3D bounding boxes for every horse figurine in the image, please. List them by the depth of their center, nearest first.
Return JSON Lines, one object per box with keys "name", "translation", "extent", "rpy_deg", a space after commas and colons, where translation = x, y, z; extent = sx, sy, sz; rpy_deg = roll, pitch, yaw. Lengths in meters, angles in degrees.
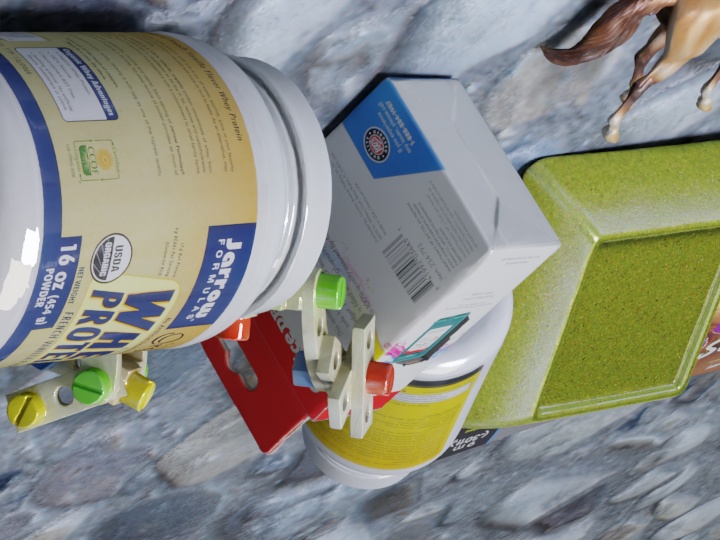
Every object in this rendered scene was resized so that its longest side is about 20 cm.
{"name": "horse figurine", "translation": [0.201, -0.136, 1.420], "extent": [0.199, 0.050, 0.133], "rpy_deg": [-5, 136, -35]}

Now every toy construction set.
{"name": "toy construction set", "translation": [-0.079, 0.027, 1.298], "extent": [0.199, 0.132, 0.092], "rpy_deg": [6, -176, 0]}

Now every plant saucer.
{"name": "plant saucer", "translation": [0.165, 0.019, 1.619], "extent": [0.199, 0.048, 0.200], "rpy_deg": [-7, 127, -37]}

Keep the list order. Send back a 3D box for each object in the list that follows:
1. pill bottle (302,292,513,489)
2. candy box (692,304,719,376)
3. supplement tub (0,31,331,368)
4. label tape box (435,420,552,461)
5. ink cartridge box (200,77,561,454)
{"name": "pill bottle", "translation": [0.019, 0.056, 1.540], "extent": [0.112, 0.112, 0.200], "rpy_deg": [-20, 157, -22]}
{"name": "candy box", "translation": [0.251, 0.029, 1.851], "extent": [0.199, 0.057, 0.117], "rpy_deg": [-7, 149, -42]}
{"name": "supplement tub", "translation": [-0.123, -0.033, 1.117], "extent": [0.199, 0.145, 0.144], "rpy_deg": [-6, 149, -46]}
{"name": "label tape box", "translation": [0.102, 0.073, 1.750], "extent": [0.144, 0.063, 0.200], "rpy_deg": [-16, 155, -31]}
{"name": "ink cartridge box", "translation": [0.000, 0.000, 1.384], "extent": [0.067, 0.116, 0.200], "rpy_deg": [-6, 150, -51]}
